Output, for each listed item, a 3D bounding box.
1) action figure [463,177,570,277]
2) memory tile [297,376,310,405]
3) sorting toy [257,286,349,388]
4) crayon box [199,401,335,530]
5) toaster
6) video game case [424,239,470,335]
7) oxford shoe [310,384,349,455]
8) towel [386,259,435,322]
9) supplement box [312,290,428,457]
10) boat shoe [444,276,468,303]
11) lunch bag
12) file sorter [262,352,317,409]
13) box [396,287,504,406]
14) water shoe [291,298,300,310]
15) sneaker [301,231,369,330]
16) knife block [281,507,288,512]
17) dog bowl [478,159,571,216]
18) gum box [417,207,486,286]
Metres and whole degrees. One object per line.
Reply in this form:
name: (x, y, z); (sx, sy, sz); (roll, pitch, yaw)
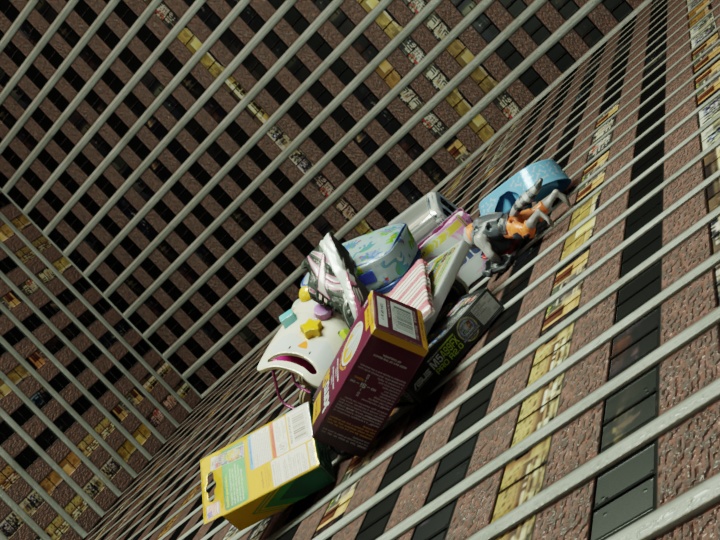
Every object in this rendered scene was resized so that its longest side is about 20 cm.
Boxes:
action figure: (0.260, -0.090, 1.685); (0.193, 0.105, 0.200); (-24, 23, 34)
memory tile: (-0.073, 0.156, 1.888); (0.017, 0.201, 0.153); (16, 29, 31)
sorting toy: (-0.078, 0.126, 1.626); (0.180, 0.199, 0.107); (-50, -35, -46)
crayon box: (-0.140, 0.296, 1.454); (0.199, 0.052, 0.126); (-29, 39, 11)
toaster: (0.141, -0.064, 1.899); (0.129, 0.200, 0.114); (-40, 31, 23)
video game case: (0.089, 0.059, 1.581); (0.182, 0.022, 0.201); (-37, 19, 55)
oxford shoe: (-0.023, 0.223, 1.531); (0.084, 0.073, 0.200); (-3, 20, -12)
towel: (0.063, 0.074, 1.525); (0.147, 0.030, 0.200); (-50, 14, 18)
supplement box: (0.010, 0.147, 1.384); (0.201, 0.085, 0.111); (-61, 14, 23)
boat shoe: (0.121, 0.062, 1.696); (0.062, 0.075, 0.200); (-45, 4, -30)
lunch bag: (0.000, 0.000, 1.734); (0.199, 0.083, 0.161); (-21, 17, 25)
file sorter: (-0.053, 0.159, 1.777); (0.200, 0.138, 0.126); (-46, -38, -37)
box: (0.112, 0.119, 1.480); (0.200, 0.044, 0.160); (-46, 6, -19)
water shoe: (-0.116, 0.132, 1.900); (0.078, 0.201, 0.072); (15, 48, 31)
sneaker: (-0.040, 0.035, 1.612); (0.086, 0.080, 0.201); (-37, 43, 13)
knife block: (-0.091, 0.287, 1.589); (0.176, 0.064, 0.200); (-45, 5, -3)
dog bowl: (0.298, -0.140, 1.816); (0.111, 0.050, 0.200); (-9, -21, -41)
gum box: (0.152, -0.010, 1.806); (0.200, 0.114, 0.066); (-41, 6, 21)
